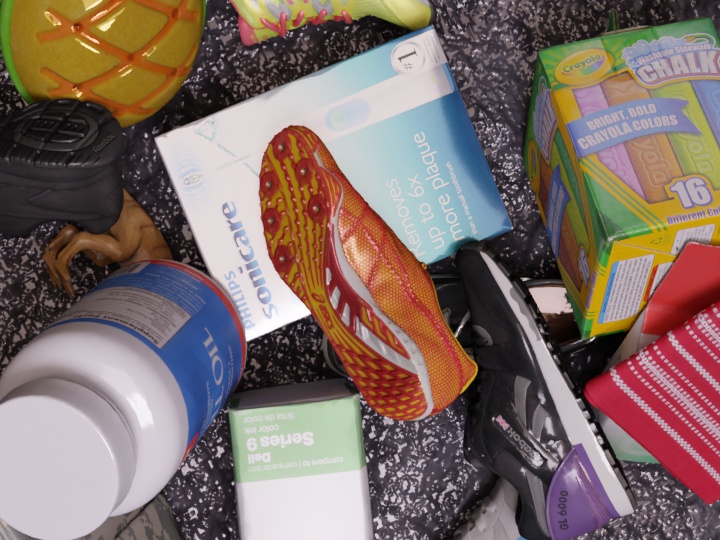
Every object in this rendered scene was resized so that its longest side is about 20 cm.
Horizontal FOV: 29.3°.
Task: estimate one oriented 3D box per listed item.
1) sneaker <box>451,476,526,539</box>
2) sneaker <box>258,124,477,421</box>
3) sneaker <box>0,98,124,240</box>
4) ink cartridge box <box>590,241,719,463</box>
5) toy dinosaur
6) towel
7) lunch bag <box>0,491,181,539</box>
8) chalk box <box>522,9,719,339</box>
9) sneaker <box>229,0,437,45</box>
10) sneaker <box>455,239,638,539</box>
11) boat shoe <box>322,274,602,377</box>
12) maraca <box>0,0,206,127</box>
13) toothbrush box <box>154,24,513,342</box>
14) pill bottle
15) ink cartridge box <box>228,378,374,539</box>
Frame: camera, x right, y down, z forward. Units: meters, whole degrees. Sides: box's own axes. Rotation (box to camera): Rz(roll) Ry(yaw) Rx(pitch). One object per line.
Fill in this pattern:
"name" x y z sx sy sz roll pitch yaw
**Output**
"sneaker" 0.086 0.202 0.941 0.080 0.077 0.202 15 85 0
"sneaker" 0.000 0.000 0.863 0.073 0.077 0.201 -32 84 40
"sneaker" -0.242 -0.061 0.869 0.198 0.091 0.076 10 48 12
"ink cartridge box" 0.250 0.066 0.896 0.160 0.200 0.050 7 56 -9
"toy dinosaur" -0.165 -0.030 0.939 0.106 0.060 0.201 -27 80 -19
"towel" 0.255 0.062 0.862 0.200 0.023 0.144 -36 122 23
"lunch bag" -0.208 0.163 0.847 0.138 0.200 0.169 -17 98 17
"chalk box" 0.181 -0.079 0.910 0.123 0.125 0.201 -12 57 -5
"sneaker" -0.046 -0.190 0.938 0.199 0.078 0.091 20 95 2
"sneaker" 0.094 0.082 0.878 0.087 0.076 0.201 -27 89 8
"boat shoe" 0.073 0.037 0.945 0.198 0.068 0.072 -7 92 -4
"maraca" -0.160 -0.176 0.865 0.136 0.107 0.201 -16 132 -27
"toothbrush box" -0.020 -0.057 0.928 0.199 0.085 0.147 -22 92 -4
"pill bottle" -0.143 0.073 0.798 0.111 0.200 0.113 4 109 11
"ink cartridge box" -0.035 0.178 0.893 0.087 0.145 0.202 -7 90 -5
